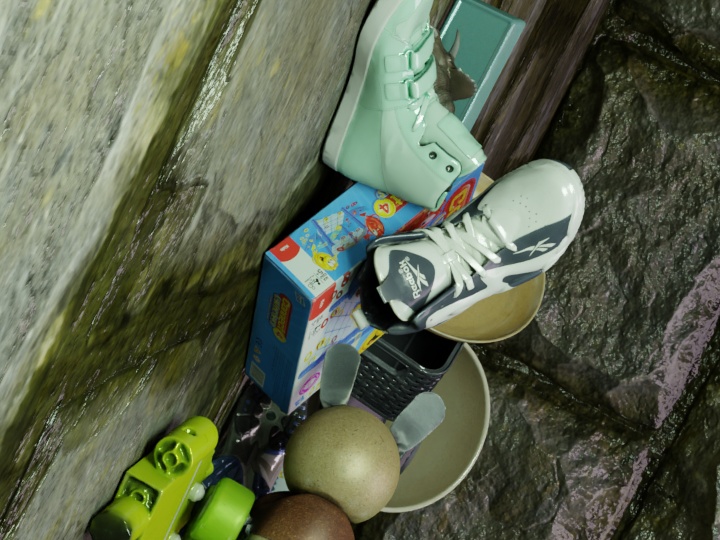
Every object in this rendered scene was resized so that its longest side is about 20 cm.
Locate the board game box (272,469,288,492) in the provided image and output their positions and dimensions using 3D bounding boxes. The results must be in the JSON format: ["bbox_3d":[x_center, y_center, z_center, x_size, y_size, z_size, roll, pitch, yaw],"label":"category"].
[{"bbox_3d":[-0.114,0.272,1.626,0.201,0.102,0.105,-65,172,18],"label":"board game box"}]

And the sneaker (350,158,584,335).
[{"bbox_3d":[0.070,-0.009,1.293,0.198,0.080,0.129,-28,177,35],"label":"sneaker"}]

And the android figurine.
[{"bbox_3d":[-0.158,0.190,1.283,0.183,0.041,0.200,-65,171,13],"label":"android figurine"}]

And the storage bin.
[{"bbox_3d":[0.042,0.026,1.646,0.200,0.135,0.094,-56,180,-40],"label":"storage bin"}]

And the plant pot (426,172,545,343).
[{"bbox_3d":[0.081,-0.017,1.609,0.028,0.200,0.200,-48,-174,49],"label":"plant pot"}]

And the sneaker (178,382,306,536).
[{"bbox_3d":[-0.110,0.192,1.499,0.200,0.077,0.085,-56,176,-36],"label":"sneaker"}]

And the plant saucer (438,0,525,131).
[{"bbox_3d":[0.071,-0.148,1.542,0.201,0.070,0.019,-63,165,0],"label":"plant saucer"}]

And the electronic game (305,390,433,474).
[{"bbox_3d":[-0.007,0.133,1.705,0.199,0.041,0.202,-10,107,-36],"label":"electronic game"}]

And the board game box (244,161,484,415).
[{"bbox_3d":[0.000,0.000,1.422,0.196,0.056,0.200,-39,162,-26],"label":"board game box"}]

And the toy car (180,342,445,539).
[{"bbox_3d":[-0.022,0.165,1.383,0.201,0.164,0.158,-62,-175,-15],"label":"toy car"}]

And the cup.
[{"bbox_3d":[0.017,0.140,1.830,0.201,0.200,0.143,-62,-156,-6],"label":"cup"}]

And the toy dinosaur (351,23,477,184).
[{"bbox_3d":[0.045,-0.108,1.489,0.102,0.077,0.201,-9,123,-64],"label":"toy dinosaur"}]

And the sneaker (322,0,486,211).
[{"bbox_3d":[0.053,-0.136,1.277,0.074,0.118,0.201,-51,165,-48],"label":"sneaker"}]
